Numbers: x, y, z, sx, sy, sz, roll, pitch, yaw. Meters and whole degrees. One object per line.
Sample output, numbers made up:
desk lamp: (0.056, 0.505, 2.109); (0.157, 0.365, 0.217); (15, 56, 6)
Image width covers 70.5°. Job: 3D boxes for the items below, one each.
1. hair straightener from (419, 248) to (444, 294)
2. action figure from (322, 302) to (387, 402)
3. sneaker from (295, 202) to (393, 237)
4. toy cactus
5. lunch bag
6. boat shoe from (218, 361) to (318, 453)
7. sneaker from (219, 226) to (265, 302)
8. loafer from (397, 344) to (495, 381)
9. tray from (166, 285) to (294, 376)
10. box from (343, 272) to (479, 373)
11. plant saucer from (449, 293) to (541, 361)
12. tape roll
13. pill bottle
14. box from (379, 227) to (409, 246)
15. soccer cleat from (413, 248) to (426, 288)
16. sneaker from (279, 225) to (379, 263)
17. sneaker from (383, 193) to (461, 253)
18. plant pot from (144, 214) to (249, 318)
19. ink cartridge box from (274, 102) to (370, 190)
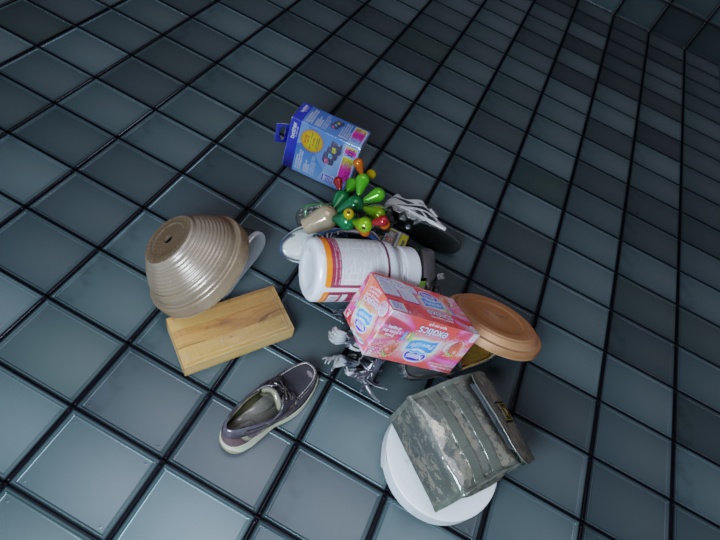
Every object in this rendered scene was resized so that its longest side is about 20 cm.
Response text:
hair straightener: (0.140, 0.035, 1.038); (0.040, 0.077, 0.202); (12, 53, -10)
action figure: (-0.015, 0.135, 0.896); (0.101, 0.120, 0.201); (1, 43, -17)
sneaker: (-0.035, -0.105, 1.051); (0.197, 0.079, 0.085); (1, 21, -8)
toy cactus: (-0.032, -0.116, 0.932); (0.164, 0.103, 0.201); (-23, 44, 4)
lunch bag: (0.176, 0.261, 0.820); (0.198, 0.118, 0.165); (-12, 59, -31)
boat shoe: (-0.142, 0.214, 0.830); (0.199, 0.065, 0.072); (-33, 68, -34)
sneaker: (-0.276, -0.012, 0.957); (0.098, 0.071, 0.201); (25, 61, 24)
loafer: (0.164, 0.159, 0.948); (0.198, 0.072, 0.074); (-14, 88, -23)
tray: (-0.229, 0.102, 0.903); (0.198, 0.037, 0.099); (-17, 62, -28)
box: (0.085, 0.089, 0.851); (0.199, 0.095, 0.103); (18, 27, -34)
plant saucer: (0.262, 0.102, 1.000); (0.198, 0.033, 0.201); (20, 24, -9)
tape roll: (0.133, 0.318, 0.860); (0.200, 0.037, 0.205); (8, 54, -11)
pill bottle: (0.000, 0.000, 0.895); (0.198, 0.110, 0.110); (1, 55, -26)
box: (0.009, -0.024, 1.063); (0.135, 0.038, 0.201); (25, 52, 3)
soccer cleat: (0.091, 0.054, 0.982); (0.067, 0.081, 0.202); (11, 67, -40)
sneaker: (-0.055, -0.053, 0.970); (0.197, 0.085, 0.078); (-5, 95, -9)
sneaker: (0.146, -0.115, 1.148); (0.199, 0.074, 0.089); (30, 54, 5)
plant pot: (-0.298, -0.028, 0.873); (0.199, 0.093, 0.203); (-16, 50, 20)
ink cartridge box: (-0.094, -0.281, 1.153); (0.198, 0.137, 0.077); (26, 47, 2)
